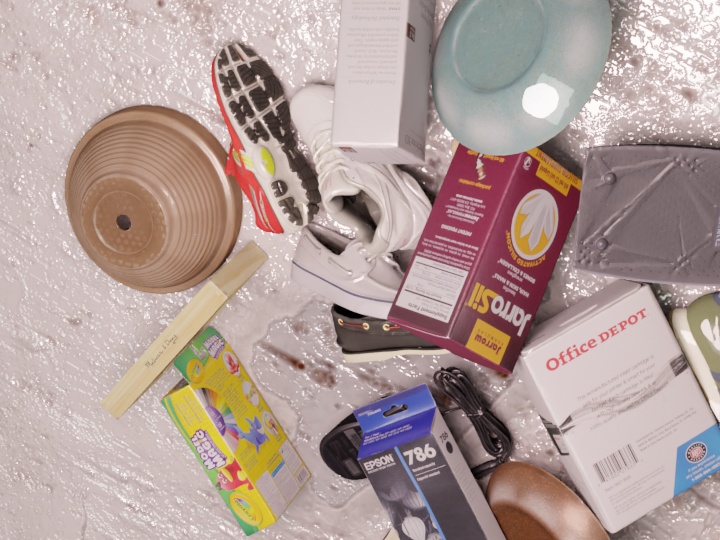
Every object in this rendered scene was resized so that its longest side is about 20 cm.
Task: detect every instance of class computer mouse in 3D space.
[{"bbox_3d":[0.063,0.178,1.801,0.199,0.046,0.141,-31,114,27],"label":"computer mouse"}]

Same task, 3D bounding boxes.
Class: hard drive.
[{"bbox_3d":[0.304,-0.056,1.616,0.197,0.042,0.136,4,110,0],"label":"hard drive"}]

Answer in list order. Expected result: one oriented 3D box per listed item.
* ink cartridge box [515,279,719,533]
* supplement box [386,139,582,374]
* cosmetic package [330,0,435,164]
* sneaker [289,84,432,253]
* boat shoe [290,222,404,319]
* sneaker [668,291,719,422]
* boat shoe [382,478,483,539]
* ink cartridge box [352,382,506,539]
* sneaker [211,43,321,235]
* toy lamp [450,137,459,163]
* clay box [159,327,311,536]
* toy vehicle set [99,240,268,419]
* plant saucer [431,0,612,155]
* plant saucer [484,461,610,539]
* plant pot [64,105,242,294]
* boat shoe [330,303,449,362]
[{"bbox_3d":[0.252,0.128,1.667,0.144,0.084,0.202,-28,99,-6],"label":"ink cartridge box"},{"bbox_3d":[0.122,-0.019,1.615,0.085,0.110,0.202,17,82,45],"label":"supplement box"},{"bbox_3d":[0.024,-0.207,1.604,0.073,0.102,0.203,1,85,17],"label":"cosmetic package"},{"bbox_3d":[-0.012,-0.101,1.678,0.201,0.099,0.078,52,126,13],"label":"sneaker"},{"bbox_3d":[0.000,0.000,1.703,0.199,0.073,0.066,20,108,42],"label":"boat shoe"},{"bbox_3d":[0.386,0.108,1.654,0.089,0.067,0.201,-29,95,29],"label":"sneaker"},{"bbox_3d":[0.067,0.285,1.823,0.072,0.060,0.201,40,115,5],"label":"boat shoe"},{"bbox_3d":[0.067,0.223,1.744,0.099,0.039,0.202,-24,98,31],"label":"ink cartridge box"},{"bbox_3d":[-0.114,-0.128,1.732,0.085,0.077,0.202,-17,94,48],"label":"sneaker"},{"bbox_3d":[0.098,-0.090,1.686,0.058,0.058,0.202,7,108,15],"label":"toy lamp"},{"bbox_3d":[-0.139,0.169,1.818,0.047,0.115,0.201,-29,97,25],"label":"clay box"},{"bbox_3d":[-0.185,0.062,1.789,0.026,0.124,0.200,43,115,-1],"label":"toy vehicle set"},{"bbox_3d":[0.137,-0.208,1.575,0.199,0.039,0.203,-15,66,36],"label":"plant saucer"},{"bbox_3d":[0.188,0.291,1.737,0.200,0.036,0.202,39,147,32],"label":"plant saucer"},{"bbox_3d":[-0.230,-0.064,1.779,0.198,0.093,0.203,6,110,17],"label":"plant pot"},{"bbox_3d":[0.063,0.046,1.733,0.199,0.074,0.064,-9,114,25],"label":"boat shoe"}]
